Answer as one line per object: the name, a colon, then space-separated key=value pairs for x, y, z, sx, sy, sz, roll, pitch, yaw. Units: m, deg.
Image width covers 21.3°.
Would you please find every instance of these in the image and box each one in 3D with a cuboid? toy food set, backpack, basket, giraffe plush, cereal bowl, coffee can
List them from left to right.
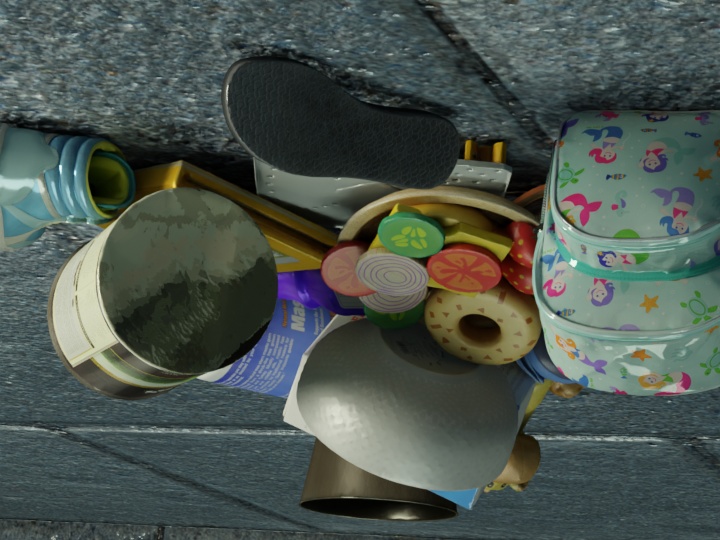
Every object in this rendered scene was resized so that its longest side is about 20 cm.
coffee can: x=-0.165 y=0.023 z=1.558 sx=0.146 sy=0.147 sz=0.200 roll=11 pitch=167 yaw=-18
basket: x=0.026 y=0.157 z=2.041 sx=0.179 sy=0.201 sz=0.136 roll=-5 pitch=161 yaw=31
cereal bowl: x=0.048 y=0.100 z=1.649 sx=0.199 sy=0.084 sz=0.200 roll=16 pitch=-154 yaw=-8
toy food set: x=0.071 y=0.001 z=1.551 sx=0.197 sy=0.049 sz=0.200 roll=17 pitch=147 yaw=-10
giraffe plush: x=0.138 y=0.150 z=1.949 sx=0.172 sy=0.163 sz=0.200 roll=10 pitch=-179 yaw=-3
backpack: x=0.208 y=-0.014 z=1.360 sx=0.176 sy=0.201 sz=0.151 roll=2 pitch=145 yaw=17

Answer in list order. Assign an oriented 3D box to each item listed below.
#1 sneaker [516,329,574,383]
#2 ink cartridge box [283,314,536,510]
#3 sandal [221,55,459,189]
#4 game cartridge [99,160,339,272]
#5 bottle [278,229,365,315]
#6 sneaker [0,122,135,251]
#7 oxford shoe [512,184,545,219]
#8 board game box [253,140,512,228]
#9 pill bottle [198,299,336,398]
sneaker: x=0.173 y=0.071 z=1.765 sx=0.082 sy=0.074 sz=0.200 roll=-18 pitch=177 yaw=17
ink cartridge box: x=0.048 y=0.119 z=1.797 sx=0.199 sy=0.085 sz=0.145 roll=24 pitch=-149 yaw=11
sandal: x=-0.020 y=-0.101 z=1.377 sx=0.199 sy=0.076 sz=0.043 roll=17 pitch=-172 yaw=-34
game cartridge: x=-0.138 y=-0.038 z=1.647 sx=0.176 sy=0.033 sz=0.200 roll=25 pitch=160 yaw=-32
bottle: x=0.000 y=0.000 z=1.700 sx=0.199 sy=0.084 sz=0.065 roll=-1 pitch=131 yaw=30
sneaker: x=-0.248 y=-0.058 z=1.590 sx=0.130 sy=0.080 sz=0.200 roll=7 pitch=166 yaw=0
oxford shoe: x=0.186 y=-0.030 z=1.539 sx=0.071 sy=0.073 sz=0.199 roll=19 pitch=160 yaw=-40
board game box: x=0.015 y=-0.071 z=1.545 sx=0.199 sy=0.026 sz=0.200 roll=6 pitch=165 yaw=0
pill bottle: x=-0.112 y=0.063 z=1.918 sx=0.199 sy=0.113 sz=0.112 roll=15 pitch=162 yaw=-31
